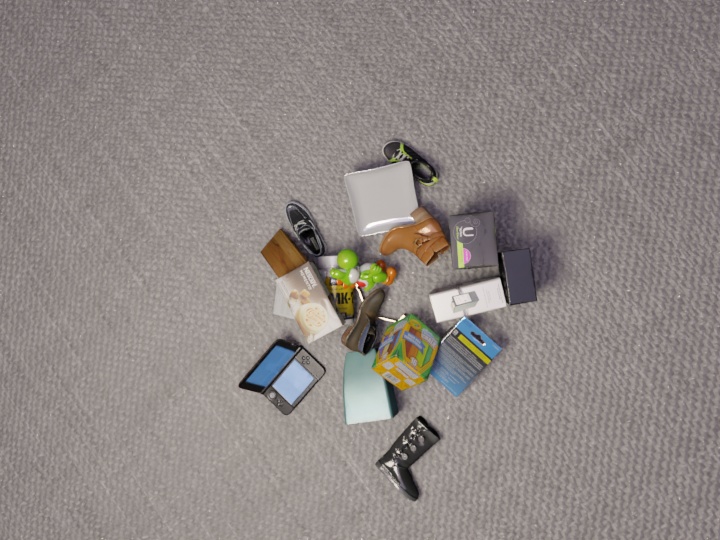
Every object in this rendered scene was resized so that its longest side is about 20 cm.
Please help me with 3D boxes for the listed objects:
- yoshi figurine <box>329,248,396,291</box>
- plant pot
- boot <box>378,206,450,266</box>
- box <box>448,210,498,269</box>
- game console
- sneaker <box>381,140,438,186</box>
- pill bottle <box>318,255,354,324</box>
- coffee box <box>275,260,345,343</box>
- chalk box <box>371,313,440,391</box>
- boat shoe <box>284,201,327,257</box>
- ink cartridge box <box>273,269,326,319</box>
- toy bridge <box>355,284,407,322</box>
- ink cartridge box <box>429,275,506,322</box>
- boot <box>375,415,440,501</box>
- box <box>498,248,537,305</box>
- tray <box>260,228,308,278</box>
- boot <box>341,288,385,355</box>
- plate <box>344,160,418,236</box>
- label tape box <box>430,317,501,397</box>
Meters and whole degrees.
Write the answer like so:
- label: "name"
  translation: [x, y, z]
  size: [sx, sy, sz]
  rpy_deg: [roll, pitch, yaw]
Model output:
- label: "yoshi figurine"
  translation: [0.005, -0.013, 1.577]
  size: [0.112, 0.199, 0.113]
  rpy_deg: [-42, 56, 45]
- label: "plant pot"
  translation: [0.021, 0.336, 1.611]
  size: [0.140, 0.141, 0.202]
  rpy_deg: [-11, 81, 10]
- label: "boot"
  translation: [0.153, -0.070, 1.578]
  size: [0.200, 0.073, 0.155]
  rpy_deg: [-44, 61, 24]
- label: "box"
  translation: [0.312, -0.080, 1.523]
  size: [0.123, 0.200, 0.150]
  rpy_deg: [-5, 90, 10]
- label: "game console"
  translation: [-0.236, 0.329, 1.664]
  size: [0.172, 0.119, 0.200]
  rpy_deg: [42, 97, 7]
- label: "sneaker"
  translation: [0.150, -0.323, 1.608]
  size: [0.199, 0.083, 0.072]
  rpy_deg: [34, 95, 8]
- label: "pill bottle"
  translation: [-0.077, 0.058, 1.635]
  size: [0.113, 0.114, 0.202]
  rpy_deg: [-2, 90, 10]
- label: "coffee box"
  translation: [-0.138, 0.087, 1.527]
  size: [0.114, 0.080, 0.201]
  rpy_deg: [-27, 89, 6]
- label: "chalk box"
  translation: [0.138, 0.217, 1.561]
  size: [0.125, 0.201, 0.124]
  rpy_deg: [38, 139, -15]
- label: "boat shoe"
  translation: [-0.174, -0.128, 1.673]
  size: [0.071, 0.068, 0.201]
  rpy_deg: [-31, 85, 8]
- label: "ink cartridge box"
  translation: [-0.174, 0.069, 1.644]
  size: [0.199, 0.047, 0.162]
  rpy_deg: [9, 91, 38]
- label: "toy bridge"
  translation: [0.048, 0.102, 1.658]
  size: [0.200, 0.027, 0.067]
  rpy_deg: [40, 98, 6]
- label: "ink cartridge box"
  translation: [0.303, 0.079, 1.553]
  size: [0.198, 0.145, 0.085]
  rpy_deg: [-14, 90, 10]
- label: "boot"
  translation: [0.167, 0.560, 1.628]
  size: [0.165, 0.066, 0.200]
  rpy_deg: [42, 93, 5]
- label: "box"
  translation: [0.427, 0.014, 1.503]
  size: [0.078, 0.200, 0.143]
  rpy_deg: [-11, 90, 10]
- label: "tray"
  translation: [-0.224, -0.032, 1.646]
  size: [0.099, 0.037, 0.200]
  rpy_deg: [-48, 48, 7]
- label: "boot"
  translation: [0.032, 0.153, 1.587]
  size: [0.097, 0.075, 0.201]
  rpy_deg: [30, 88, 49]
- label: "plate"
  translation: [0.068, -0.213, 1.620]
  size: [0.198, 0.032, 0.201]
  rpy_deg: [-11, 115, 9]
- label: "label tape box"
  translation: [0.292, 0.243, 1.585]
  size: [0.144, 0.063, 0.200]
  rpy_deg: [42, 106, 7]
